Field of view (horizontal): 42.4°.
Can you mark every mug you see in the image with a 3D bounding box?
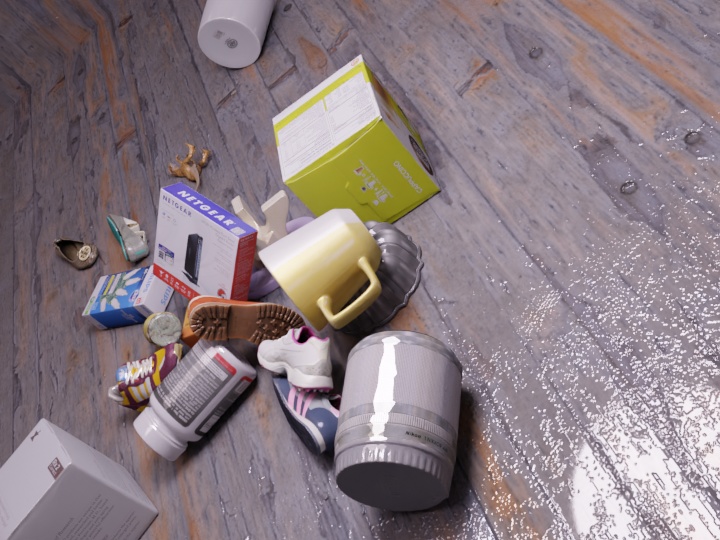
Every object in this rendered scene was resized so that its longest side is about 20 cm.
[{"bbox_3d":[-0.040,0.000,1.401,0.153,0.150,0.187,-38,73,-2],"label":"mug"}]

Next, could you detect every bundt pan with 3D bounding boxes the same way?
[{"bbox_3d":[0.000,0.000,1.515,0.201,0.076,0.203,-25,42,24],"label":"bundt pan"}]

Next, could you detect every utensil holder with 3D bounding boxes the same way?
[{"bbox_3d":[-0.303,-0.625,2.290,0.169,0.170,0.202,-17,49,32],"label":"utensil holder"}]

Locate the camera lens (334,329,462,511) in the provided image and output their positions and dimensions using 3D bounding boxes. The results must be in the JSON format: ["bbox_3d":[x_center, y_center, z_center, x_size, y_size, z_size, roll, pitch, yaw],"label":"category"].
[{"bbox_3d":[0.050,0.193,1.224,0.159,0.160,0.201,-17,46,32],"label":"camera lens"}]

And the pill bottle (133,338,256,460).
[{"bbox_3d":[-0.279,0.210,1.555,0.200,0.114,0.114,-48,38,-3],"label":"pill bottle"}]

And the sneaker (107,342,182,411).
[{"bbox_3d":[-0.382,0.188,1.639,0.200,0.089,0.075,-51,30,39],"label":"sneaker"}]

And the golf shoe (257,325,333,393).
[{"bbox_3d":[-0.098,0.125,1.445,0.199,0.075,0.093,17,102,56],"label":"golf shoe"}]

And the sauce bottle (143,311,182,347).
[{"bbox_3d":[-0.372,0.108,1.726,0.065,0.065,0.200,-55,14,-12],"label":"sauce bottle"}]

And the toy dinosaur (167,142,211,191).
[{"bbox_3d":[-0.378,-0.226,2.102,0.200,0.060,0.107,31,104,57],"label":"toy dinosaur"}]

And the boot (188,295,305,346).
[{"bbox_3d":[-0.193,0.078,1.556,0.107,0.198,0.076,-149,70,-68],"label":"boot"}]

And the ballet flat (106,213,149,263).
[{"bbox_3d":[-0.520,-0.078,2.097,0.063,0.068,0.200,-23,35,-16],"label":"ballet flat"}]

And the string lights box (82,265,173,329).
[{"bbox_3d":[-0.476,0.056,1.924,0.199,0.059,0.103,-11,48,37],"label":"string lights box"}]

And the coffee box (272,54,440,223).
[{"bbox_3d":[-0.010,-0.200,1.601,0.199,0.200,0.199,-32,40,15],"label":"coffee box"}]

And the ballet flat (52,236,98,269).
[{"bbox_3d":[-0.687,-0.049,2.226,0.199,0.046,0.068,17,70,49],"label":"ballet flat"}]

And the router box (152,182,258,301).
[{"bbox_3d":[-0.277,-0.031,1.632,0.199,0.181,0.049,31,35,28],"label":"router box"}]

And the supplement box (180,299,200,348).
[{"bbox_3d":[-0.279,0.055,1.734,0.066,0.069,0.201,-22,42,25],"label":"supplement box"}]

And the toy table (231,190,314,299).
[{"bbox_3d":[-0.180,-0.049,1.695,0.200,0.117,0.184,-45,38,0],"label":"toy table"}]

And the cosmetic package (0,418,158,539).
[{"bbox_3d":[-0.476,0.382,1.516,0.165,0.200,0.164,-52,38,-8],"label":"cosmetic package"}]

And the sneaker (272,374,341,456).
[{"bbox_3d":[-0.072,0.209,1.418,0.081,0.071,0.200,-25,31,-16],"label":"sneaker"}]
